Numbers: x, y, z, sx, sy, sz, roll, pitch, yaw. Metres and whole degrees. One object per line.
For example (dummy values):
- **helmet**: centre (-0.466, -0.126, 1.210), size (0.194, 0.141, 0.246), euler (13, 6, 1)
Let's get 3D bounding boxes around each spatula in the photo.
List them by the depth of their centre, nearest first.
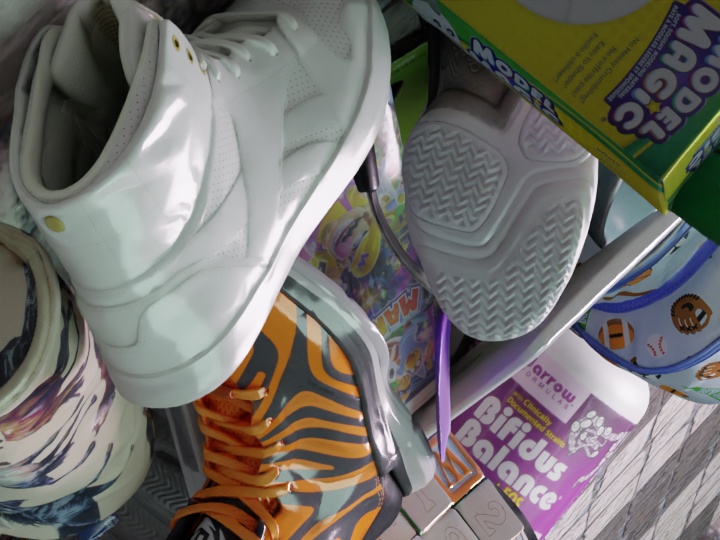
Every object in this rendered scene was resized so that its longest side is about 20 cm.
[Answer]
- **spatula**: centre (0.013, -0.019, 1.001), size (0.020, 0.201, 0.057), euler (-15, -163, 11)

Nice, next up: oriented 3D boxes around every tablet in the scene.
- **tablet**: centre (0.060, 0.040, 1.145), size (0.130, 0.014, 0.200), euler (-41, 179, -39)

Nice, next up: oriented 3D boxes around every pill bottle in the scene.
- **pill bottle**: centre (0.108, 0.085, 1.572), size (0.200, 0.112, 0.112), euler (-52, 164, 6)

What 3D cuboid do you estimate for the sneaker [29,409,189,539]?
- **sneaker**: centre (-0.099, 0.105, 1.132), size (0.200, 0.077, 0.112), euler (-51, 174, 10)

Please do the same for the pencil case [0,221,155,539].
- **pencil case**: centre (-0.129, 0.044, 0.907), size (0.090, 0.077, 0.200), euler (-61, 167, -12)

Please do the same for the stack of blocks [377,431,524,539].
- **stack of blocks**: centre (-0.029, 0.158, 1.099), size (0.115, 0.059, 0.200), euler (-41, 177, 42)

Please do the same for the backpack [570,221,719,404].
- **backpack**: centre (0.165, -0.033, 1.319), size (0.200, 0.191, 0.154), euler (-54, 148, 14)

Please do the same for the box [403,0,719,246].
- **box**: centre (0.092, -0.111, 0.924), size (0.117, 0.200, 0.048), euler (-48, 164, -5)

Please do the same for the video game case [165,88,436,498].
- **video game case**: centre (-0.029, 0.004, 1.025), size (0.143, 0.018, 0.201), euler (-39, 133, -33)

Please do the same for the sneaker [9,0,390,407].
- **sneaker**: centre (-0.052, -0.066, 0.865), size (0.116, 0.073, 0.201), euler (64, 35, -41)

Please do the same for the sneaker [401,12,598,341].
- **sneaker**: centre (0.058, -0.071, 1.019), size (0.114, 0.075, 0.201), euler (28, 60, -82)

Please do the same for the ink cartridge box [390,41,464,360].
- **ink cartridge box**: centre (0.000, 0.000, 1.154), size (0.148, 0.076, 0.200), euler (-35, 160, -42)

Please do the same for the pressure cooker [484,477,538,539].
- **pressure cooker**: centre (0.016, 0.198, 1.421), size (0.200, 0.175, 0.180), euler (119, -23, -65)

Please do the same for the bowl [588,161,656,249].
- **bowl**: centre (0.127, -0.121, 1.153), size (0.201, 0.105, 0.201), euler (-51, 167, -16)

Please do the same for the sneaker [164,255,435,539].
- **sneaker**: centre (-0.040, 0.069, 0.965), size (0.112, 0.077, 0.200), euler (-54, 139, -19)
